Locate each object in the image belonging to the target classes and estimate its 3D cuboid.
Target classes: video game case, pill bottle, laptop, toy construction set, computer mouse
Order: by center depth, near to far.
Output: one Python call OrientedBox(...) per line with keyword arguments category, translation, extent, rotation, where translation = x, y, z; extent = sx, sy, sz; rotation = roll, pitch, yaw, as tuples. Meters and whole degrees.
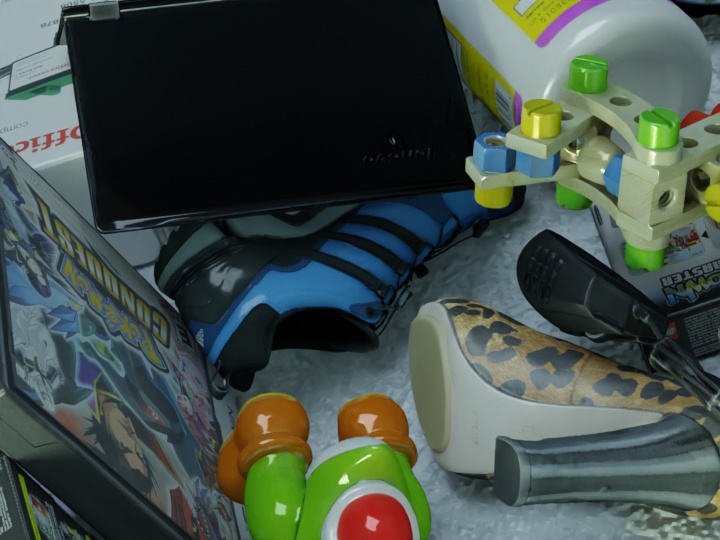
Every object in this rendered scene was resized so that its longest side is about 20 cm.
OrientedBox(category="computer mouse", translation=(0.118, 0.033, 0.910), extent=(0.034, 0.059, 0.200), rotation=(-56, 27, 7))
OrientedBox(category="video game case", translation=(-0.109, 0.052, 0.950), extent=(0.025, 0.200, 0.181), rotation=(-31, 40, 13))
OrientedBox(category="toy construction set", translation=(0.157, -0.070, 0.974), extent=(0.200, 0.092, 0.131), rotation=(-37, 44, -28))
OrientedBox(category="laptop", translation=(-0.053, -0.085, 1.087), extent=(0.187, 0.116, 0.200), rotation=(-7, 1, -10))
OrientedBox(category="pill bottle", translation=(0.092, -0.134, 1.125), extent=(0.104, 0.104, 0.200), rotation=(-29, 42, -7))

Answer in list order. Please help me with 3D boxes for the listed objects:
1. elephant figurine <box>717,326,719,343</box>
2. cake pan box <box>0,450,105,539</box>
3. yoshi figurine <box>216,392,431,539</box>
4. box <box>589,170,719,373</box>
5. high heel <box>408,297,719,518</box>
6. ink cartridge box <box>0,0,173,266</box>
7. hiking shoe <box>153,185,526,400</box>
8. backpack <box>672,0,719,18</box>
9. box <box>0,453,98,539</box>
OrientedBox(category="elephant figurine", translation=(0.248, -0.009, 0.857), extent=(0.200, 0.141, 0.155), rotation=(-52, 44, 5))
OrientedBox(category="cake pan box", translation=(-0.199, 0.097, 1.056), extent=(0.200, 0.052, 0.184), rotation=(-6, 46, 19))
OrientedBox(category="yoshi figurine", translation=(0.001, 0.148, 0.876), extent=(0.112, 0.112, 0.200), rotation=(-35, 41, 12))
OrientedBox(category="box", translation=(0.215, -0.029, 1.011), extent=(0.200, 0.035, 0.110), rotation=(-18, 42, 6))
OrientedBox(category="high heel", translation=(0.105, 0.059, 0.973), extent=(0.142, 0.071, 0.200), rotation=(0, 20, -16))
OrientedBox(category="ink cartridge box", translation=(-0.187, -0.083, 1.212), extent=(0.146, 0.084, 0.200), rotation=(-17, 41, 8))
OrientedBox(category="hiking shoe", translation=(0.000, 0.000, 1.055), extent=(0.200, 0.074, 0.087), rotation=(-20, 71, -20))
OrientedBox(category="backpack", translation=(0.200, -0.235, 1.158), extent=(0.200, 0.154, 0.191), rotation=(-26, 52, -8))
OrientedBox(category="box", translation=(-0.092, 0.187, 0.826), extent=(0.044, 0.160, 0.200), rotation=(-34, 42, 6))
